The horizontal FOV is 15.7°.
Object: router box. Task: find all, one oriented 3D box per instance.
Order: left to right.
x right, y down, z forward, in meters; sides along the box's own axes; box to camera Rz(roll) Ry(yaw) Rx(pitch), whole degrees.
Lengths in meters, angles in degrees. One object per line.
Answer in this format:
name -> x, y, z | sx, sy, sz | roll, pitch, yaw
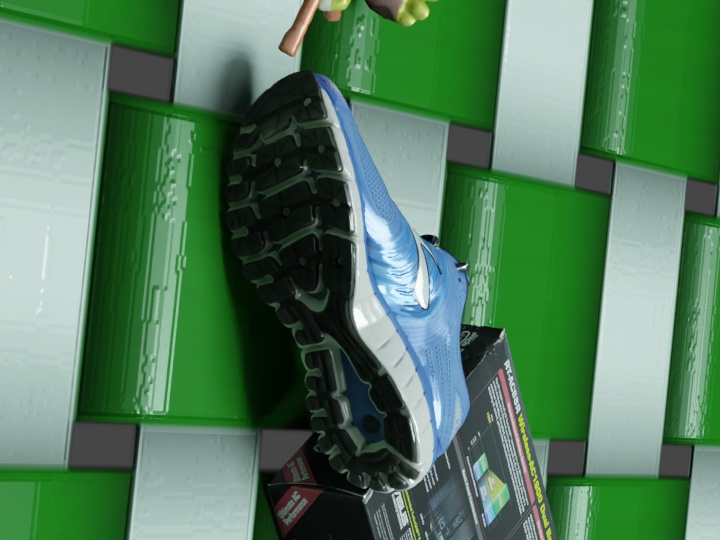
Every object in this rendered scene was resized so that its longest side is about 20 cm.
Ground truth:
router box -> 0.037, 0.149, 1.352 | 0.150, 0.062, 0.201 | -45, 129, -44

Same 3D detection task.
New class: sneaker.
sneaker -> 0.000, 0.000, 1.247 | 0.089, 0.078, 0.201 | -32, 108, -52

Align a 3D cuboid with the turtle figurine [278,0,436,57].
turtle figurine -> -0.009, -0.175, 1.238 | 0.161, 0.064, 0.202 | 37, 55, -61
